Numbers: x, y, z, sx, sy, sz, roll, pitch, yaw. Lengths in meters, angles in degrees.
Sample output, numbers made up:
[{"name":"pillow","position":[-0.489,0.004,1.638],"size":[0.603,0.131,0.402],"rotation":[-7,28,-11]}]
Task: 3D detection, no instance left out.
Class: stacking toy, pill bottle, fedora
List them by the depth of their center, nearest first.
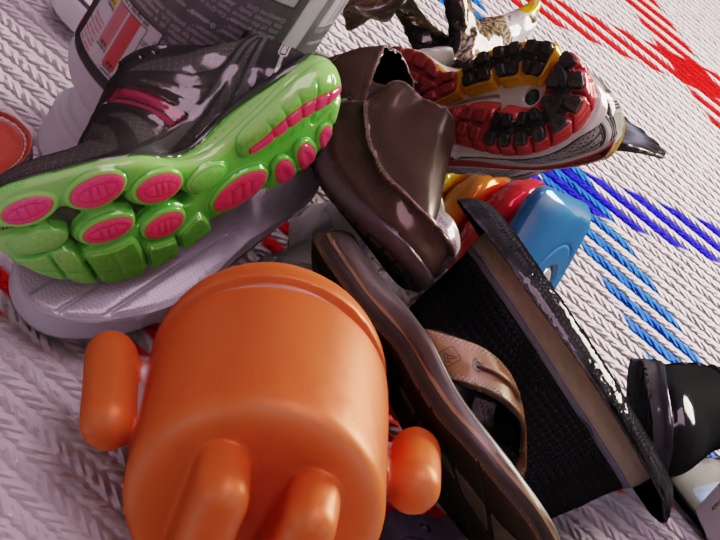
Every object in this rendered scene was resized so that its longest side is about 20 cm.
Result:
[{"name":"fedora","position":[0.080,0.065,1.053],"size":[0.201,0.091,0.201],"rotation":[56,1,-1]},{"name":"pill bottle","position":[-0.087,-0.128,1.080],"size":[0.115,0.200,0.116],"rotation":[29,26,-16]},{"name":"stacking toy","position":[0.029,-0.041,1.220],"size":[0.199,0.110,0.116],"rotation":[33,7,19]}]

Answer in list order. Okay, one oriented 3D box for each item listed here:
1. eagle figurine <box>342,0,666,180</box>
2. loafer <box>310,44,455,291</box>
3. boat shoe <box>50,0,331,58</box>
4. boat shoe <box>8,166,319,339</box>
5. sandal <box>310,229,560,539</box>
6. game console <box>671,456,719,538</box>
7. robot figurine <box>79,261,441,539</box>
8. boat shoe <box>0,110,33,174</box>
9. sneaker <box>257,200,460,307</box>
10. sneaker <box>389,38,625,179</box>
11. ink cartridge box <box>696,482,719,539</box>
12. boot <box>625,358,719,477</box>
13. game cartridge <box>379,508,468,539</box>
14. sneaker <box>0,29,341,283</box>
[{"name":"eagle figurine","position":[0.082,-0.114,1.267],"size":[0.201,0.150,0.152],"rotation":[57,-2,-18]},{"name":"loafer","position":[0.014,-0.066,1.046],"size":[0.073,0.071,0.200],"rotation":[51,10,-36]},{"name":"boat shoe","position":[-0.095,-0.145,1.258],"size":[0.199,0.066,0.072],"rotation":[28,27,-19]},{"name":"boat shoe","position":[-0.100,-0.008,1.020],"size":[0.199,0.071,0.072],"rotation":[-27,78,-41]},{"name":"sandal","position":[0.044,0.058,0.972],"size":[0.054,0.082,0.201],"rotation":[-27,67,-17]},{"name":"game console","position":[0.315,0.155,1.223],"size":[0.200,0.176,0.116],"rotation":[51,1,27]},{"name":"robot figurine","position":[-0.042,0.073,0.898],"size":[0.200,0.143,0.117],"rotation":[-88,160,-60]},{"name":"boat shoe","position":[-0.217,-0.058,0.959],"size":[0.071,0.063,0.200],"rotation":[42,24,16]},{"name":"sneaker","position":[0.000,0.000,1.085],"size":[0.075,0.099,0.200],"rotation":[62,19,-21]},{"name":"sneaker","position":[0.060,-0.079,1.142],"size":[0.199,0.078,0.082],"rotation":[4,-14,41]},{"name":"ink cartridge box","position":[0.292,0.194,1.097],"size":[0.144,0.084,0.201],"rotation":[6,47,-29]},{"name":"boot","position":[0.259,0.085,1.175],"size":[0.198,0.066,0.165],"rotation":[3,11,4]},{"name":"game cartridge","position":[0.107,0.186,0.993],"size":[0.199,0.039,0.130],"rotation":[17,27,-36]},{"name":"sneaker","position":[-0.100,-0.058,0.967],"size":[0.199,0.077,0.084],"rotation":[-28,52,-35]}]
